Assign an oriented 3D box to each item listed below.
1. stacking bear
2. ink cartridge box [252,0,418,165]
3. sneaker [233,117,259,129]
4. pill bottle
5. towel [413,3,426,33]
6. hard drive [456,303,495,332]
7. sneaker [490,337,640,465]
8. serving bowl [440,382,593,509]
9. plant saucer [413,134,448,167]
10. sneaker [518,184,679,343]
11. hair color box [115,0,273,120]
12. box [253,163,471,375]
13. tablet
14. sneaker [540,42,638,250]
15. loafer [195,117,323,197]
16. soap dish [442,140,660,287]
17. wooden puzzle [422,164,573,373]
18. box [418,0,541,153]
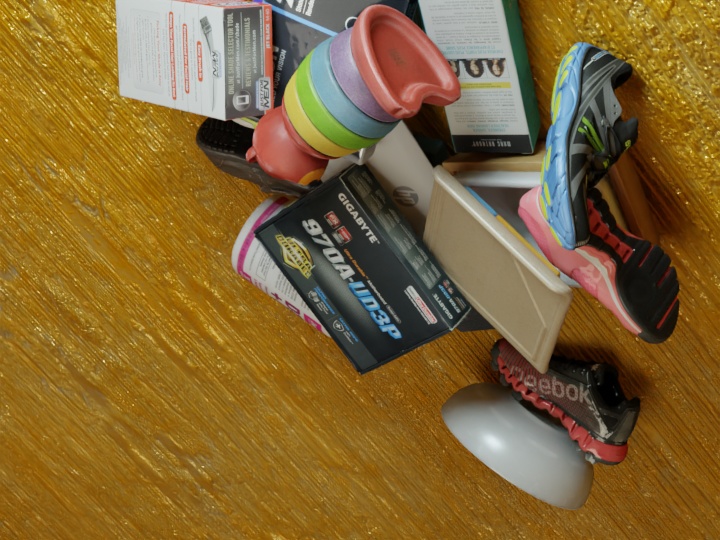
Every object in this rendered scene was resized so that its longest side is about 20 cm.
[{"bbox_3d":[-0.024,-0.151,1.556,0.200,0.121,0.114,-35,83,36],"label":"stacking bear"},{"bbox_3d":[-0.056,-0.231,1.620,0.200,0.043,0.198,25,124,13],"label":"ink cartridge box"},{"bbox_3d":[-0.138,-0.226,1.746,0.200,0.074,0.081,38,144,2],"label":"sneaker"},{"bbox_3d":[-0.039,0.006,1.881,0.200,0.113,0.113,34,146,19],"label":"pill bottle"},{"bbox_3d":[-0.006,-0.288,1.615,0.200,0.022,0.147,8,137,33],"label":"towel"},{"bbox_3d":[0.106,-0.013,1.811,0.135,0.042,0.200,-8,132,46],"label":"hard drive"},{"bbox_3d":[0.236,0.126,1.854,0.200,0.071,0.098,40,117,26],"label":"sneaker"},{"bbox_3d":[0.193,0.190,1.901,0.200,0.200,0.066,34,102,2],"label":"serving bowl"},{"bbox_3d":[0.006,-0.129,1.794,0.200,0.019,0.070,14,140,27],"label":"plant saucer"},{"bbox_3d":[0.228,-0.012,1.574,0.200,0.074,0.087,49,157,-13],"label":"sneaker"},{"bbox_3d":[-0.169,-0.220,1.656,0.200,0.064,0.111,19,114,50],"label":"hair color box"},{"bbox_3d":[0.000,0.000,1.738,0.159,0.046,0.200,-28,101,45],"label":"box"},{"bbox_3d":[0.032,-0.077,1.723,0.130,0.014,0.200,-13,127,33],"label":"tablet"},{"bbox_3d":[0.211,-0.114,1.494,0.083,0.200,0.071,12,159,-2],"label":"sneaker"},{"bbox_3d":[-0.084,-0.120,1.816,0.200,0.073,0.071,22,156,23],"label":"loafer"},{"bbox_3d":[0.199,-0.060,1.657,0.200,0.081,0.158,2,134,38],"label":"soap dish"},{"bbox_3d":[0.136,-0.002,1.637,0.185,0.037,0.200,45,162,19],"label":"wooden puzzle"},{"bbox_3d":[0.116,-0.203,1.574,0.082,0.049,0.200,2,135,20],"label":"box"}]
